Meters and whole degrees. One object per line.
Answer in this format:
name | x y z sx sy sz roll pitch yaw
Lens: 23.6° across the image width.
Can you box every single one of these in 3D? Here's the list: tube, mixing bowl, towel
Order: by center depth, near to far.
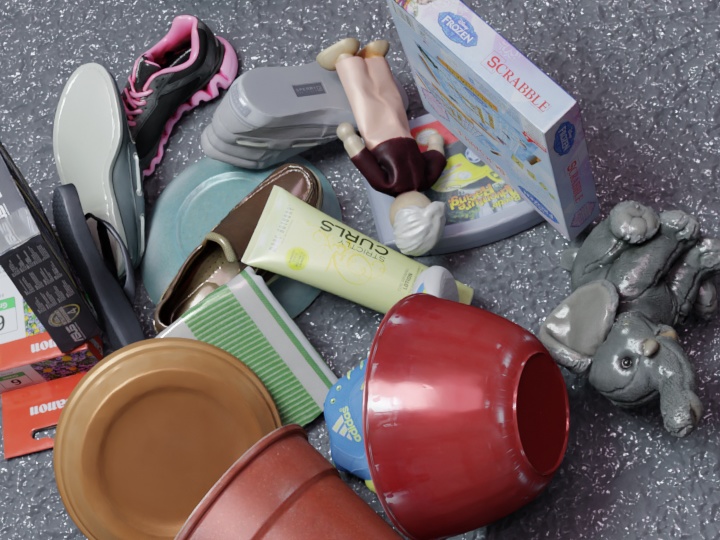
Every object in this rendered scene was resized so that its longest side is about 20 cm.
mixing bowl | 0.098 0.115 1.363 0.108 0.200 0.202 -5 64 31
towel | -0.130 0.112 1.496 0.200 0.023 0.153 -39 106 -5
tube | 0.000 0.000 1.504 0.199 0.052 0.058 25 29 -2

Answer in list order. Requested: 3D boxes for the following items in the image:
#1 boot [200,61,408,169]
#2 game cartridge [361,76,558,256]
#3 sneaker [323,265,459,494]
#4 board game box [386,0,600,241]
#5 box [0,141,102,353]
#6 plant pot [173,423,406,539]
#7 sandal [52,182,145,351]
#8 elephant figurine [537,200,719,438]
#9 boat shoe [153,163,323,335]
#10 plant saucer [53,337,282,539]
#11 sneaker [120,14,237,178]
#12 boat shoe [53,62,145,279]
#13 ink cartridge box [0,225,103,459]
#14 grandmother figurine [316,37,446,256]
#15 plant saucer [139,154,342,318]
boot | -0.055 -0.143 1.597 0.096 0.199 0.074 -42 61 45
game cartridge | 0.102 -0.089 1.571 0.198 0.041 0.134 -18 67 6
sneaker | 0.018 0.090 1.465 0.104 0.076 0.202 11 89 25
board game box | 0.114 -0.140 1.460 0.041 0.200 0.200 -41 64 -7
box | -0.297 -0.038 1.501 0.049 0.200 0.162 -30 64 -7
plant pot | -0.034 0.260 1.368 0.195 0.201 0.201 35 78 17
sandal | -0.223 0.010 1.545 0.043 0.201 0.076 -28 20 -18
elephant figurine | 0.217 0.054 1.413 0.140 0.156 0.201 19 62 6
boat shoe | -0.107 -0.014 1.522 0.074 0.075 0.203 34 83 18
plant saucer | -0.160 0.158 1.460 0.198 0.037 0.202 -1 95 -9
sneaker | -0.206 -0.165 1.651 0.079 0.095 0.200 35 80 24
boat shoe | -0.237 -0.090 1.605 0.072 0.062 0.202 -6 89 23
ink cartridge box | -0.297 0.063 1.594 0.108 0.050 0.202 -14 63 7
grandmother figurine | 0.029 -0.107 1.528 0.120 0.061 0.202 -5 67 -31
plant saucer | -0.117 -0.036 1.600 0.199 0.039 0.203 -6 64 12
